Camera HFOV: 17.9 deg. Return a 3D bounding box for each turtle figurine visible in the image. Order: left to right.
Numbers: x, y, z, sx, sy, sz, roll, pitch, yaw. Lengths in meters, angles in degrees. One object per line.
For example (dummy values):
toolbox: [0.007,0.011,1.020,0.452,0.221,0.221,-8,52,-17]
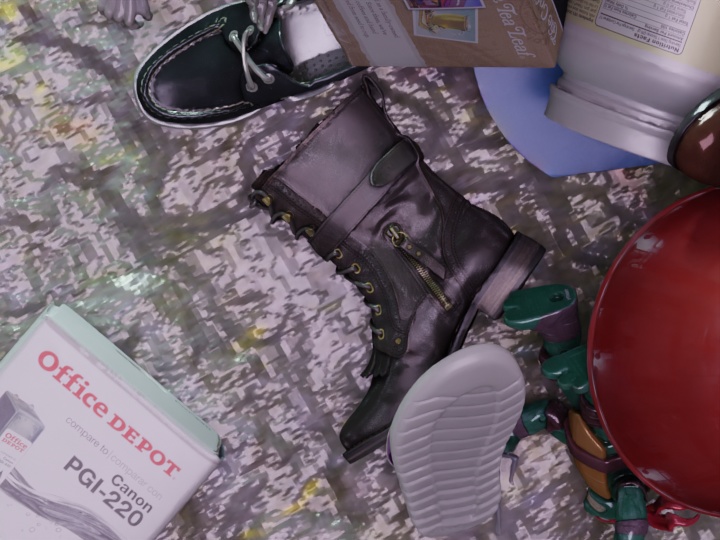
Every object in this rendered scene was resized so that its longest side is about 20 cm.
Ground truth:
turtle figurine: [0.139,0.111,1.428,0.101,0.150,0.200,-34,132,-24]

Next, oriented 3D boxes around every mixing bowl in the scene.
mixing bowl: [0.241,0.050,1.300,0.200,0.108,0.201,-1,93,-14]

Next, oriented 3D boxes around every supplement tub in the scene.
supplement tub: [0.197,-0.167,1.349,0.145,0.145,0.200,18,100,-4]

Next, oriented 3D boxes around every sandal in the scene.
sandal: [0.049,0.098,1.389,0.082,0.203,0.050,-15,56,-14]

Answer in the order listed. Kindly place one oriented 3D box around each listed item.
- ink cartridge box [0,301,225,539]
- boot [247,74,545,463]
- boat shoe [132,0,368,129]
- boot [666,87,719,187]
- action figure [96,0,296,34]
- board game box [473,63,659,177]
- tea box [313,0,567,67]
ink cartridge box: [-0.201,0.141,1.426,0.146,0.085,0.200,40,90,-5]
boot: [0.000,0.000,1.442,0.174,0.069,0.200,38,88,1]
boat shoe: [-0.048,-0.141,1.423,0.200,0.060,0.076,-24,95,-1]
boot: [0.286,-0.025,1.252,0.188,0.200,0.069,2,128,-32]
action figure: [-0.092,-0.189,1.348,0.119,0.200,0.102,6,96,-3]
board game box: [0.169,-0.146,1.447,0.200,0.039,0.158,-8,101,1]
tea box: [0.043,-0.246,1.290,0.133,0.200,0.197,2,63,20]
